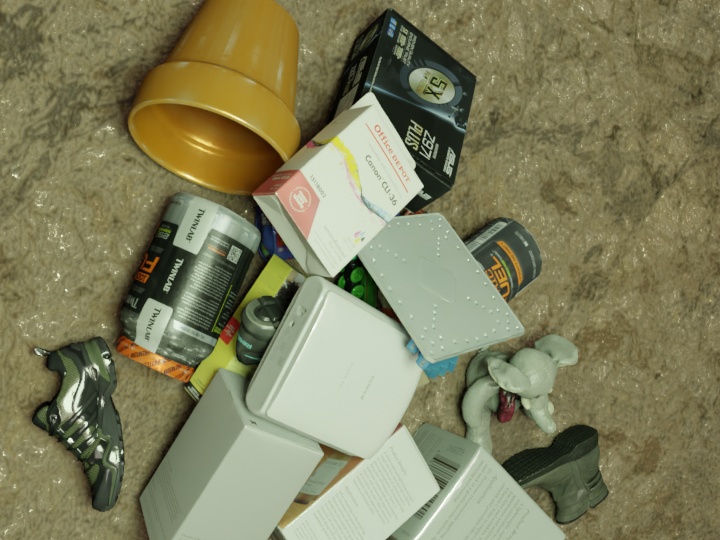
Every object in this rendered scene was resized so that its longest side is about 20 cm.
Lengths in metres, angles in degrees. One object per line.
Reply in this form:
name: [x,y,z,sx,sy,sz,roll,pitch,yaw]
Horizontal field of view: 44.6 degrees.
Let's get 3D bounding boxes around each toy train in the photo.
toy train: [0.000,0.000,1.152,0.056,0.042,0.203,-26,134,-30]

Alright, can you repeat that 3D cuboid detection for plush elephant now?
plush elephant: [0.228,0.165,1.247,0.162,0.154,0.205,-19,100,-23]

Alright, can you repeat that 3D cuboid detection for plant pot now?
plant pot: [-0.153,-0.220,1.043,0.197,0.199,0.187,24,67,-24]

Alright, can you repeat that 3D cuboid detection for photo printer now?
photo printer: [-0.017,0.121,1.021,0.198,0.069,0.169,32,85,-37]

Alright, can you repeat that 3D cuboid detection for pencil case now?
pencil case: [-0.046,-0.073,1.150,0.196,0.078,0.089,-16,98,-24]

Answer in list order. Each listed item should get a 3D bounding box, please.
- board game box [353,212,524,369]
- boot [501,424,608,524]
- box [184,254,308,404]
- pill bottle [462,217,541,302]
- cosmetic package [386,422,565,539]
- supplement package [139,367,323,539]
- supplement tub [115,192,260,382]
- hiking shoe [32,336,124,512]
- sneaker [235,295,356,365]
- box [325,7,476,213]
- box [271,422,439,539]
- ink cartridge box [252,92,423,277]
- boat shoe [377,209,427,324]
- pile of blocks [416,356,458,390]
board game box: [0.087,0.018,1.077,0.198,0.026,0.202,-9,58,-46]
boot: [0.299,0.333,1.341,0.196,0.067,0.134,-20,106,-22]
box: [-0.132,0.086,1.099,0.075,0.050,0.202,34,90,-46]
pill bottle: [0.154,0.018,1.220,0.199,0.105,0.108,-35,106,-29]
cosmetic package: [0.137,0.348,1.207,0.165,0.164,0.200,-48,109,-15]
supplement package: [-0.156,0.245,1.044,0.118,0.121,0.202,26,104,-33]
supplement tub: [-0.209,0.021,1.053,0.121,0.122,0.204,27,80,-23]
hiking shoe: [-0.333,0.185,1.037,0.098,0.076,0.205,-6,86,-16]
sneaker: [-0.066,0.073,1.075,0.196,0.076,0.080,0,128,-35]
box: [0.054,-0.208,1.148,0.162,0.086,0.203,32,54,-23]
box: [-0.026,0.284,1.133,0.199,0.151,0.108,-37,108,-20]
ink cartridge box: [-0.010,-0.103,0.992,0.200,0.067,0.117,-45,114,-22]
boat shoe: [0.061,-0.015,1.165,0.063,0.070,0.203,58,34,-40]
pile of blocks: [0.077,0.136,1.221,0.196,0.063,0.083,-14,56,-22]
